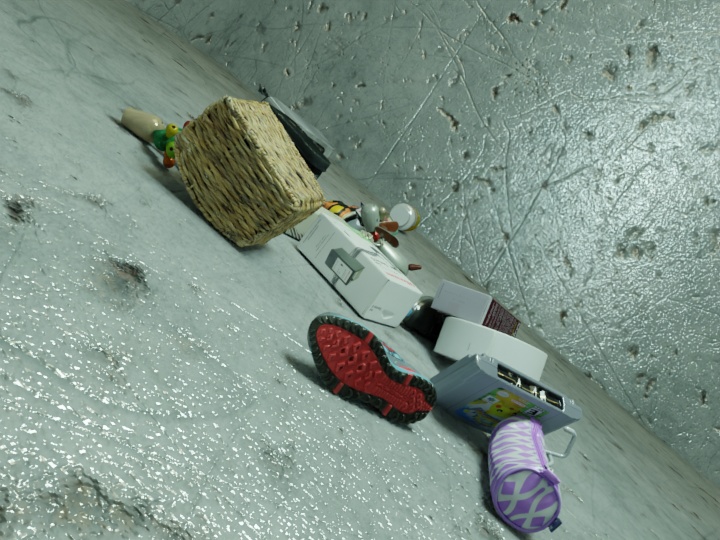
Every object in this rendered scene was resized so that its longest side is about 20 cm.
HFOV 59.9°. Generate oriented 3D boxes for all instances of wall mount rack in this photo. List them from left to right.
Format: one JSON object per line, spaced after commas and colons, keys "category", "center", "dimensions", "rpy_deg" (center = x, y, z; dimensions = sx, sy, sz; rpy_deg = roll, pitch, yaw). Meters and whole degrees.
{"category": "wall mount rack", "center": [0.264, 0.245, 1.064], "dimensions": [0.172, 0.075, 0.200], "rpy_deg": [19, 11, -4]}

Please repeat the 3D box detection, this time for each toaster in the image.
{"category": "toaster", "center": [-0.176, -0.249, 1.318], "dimensions": [0.199, 0.181, 0.119], "rpy_deg": [27, 16, -49]}

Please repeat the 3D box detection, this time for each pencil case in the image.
{"category": "pencil case", "center": [0.207, 0.252, 0.802], "dimensions": [0.083, 0.086, 0.200], "rpy_deg": [34, 9, 3]}

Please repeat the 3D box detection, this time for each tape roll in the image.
{"category": "tape roll", "center": [0.239, 0.154, 1.156], "dimensions": [0.200, 0.072, 0.202], "rpy_deg": [23, -6, 3]}

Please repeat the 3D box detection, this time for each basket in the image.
{"category": "basket", "center": [-0.170, -0.143, 0.951], "dimensions": [0.201, 0.142, 0.149], "rpy_deg": [56, 18, -1]}

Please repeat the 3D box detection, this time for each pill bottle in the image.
{"category": "pill bottle", "center": [0.182, -0.224, 2.628], "dimensions": [0.111, 0.111, 0.200], "rpy_deg": [40, 11, 11]}

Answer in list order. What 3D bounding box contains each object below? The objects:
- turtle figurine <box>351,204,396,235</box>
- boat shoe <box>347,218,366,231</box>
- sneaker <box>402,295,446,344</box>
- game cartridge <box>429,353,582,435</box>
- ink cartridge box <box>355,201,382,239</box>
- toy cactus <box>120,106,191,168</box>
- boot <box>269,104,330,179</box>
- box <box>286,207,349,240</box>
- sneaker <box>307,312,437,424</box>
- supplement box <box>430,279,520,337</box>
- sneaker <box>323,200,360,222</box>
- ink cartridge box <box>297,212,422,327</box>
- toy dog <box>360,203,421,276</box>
{"category": "turtle figurine", "center": [0.053, -0.131, 1.861], "dimensions": [0.149, 0.101, 0.200], "rpy_deg": [27, 10, -48]}
{"category": "boat shoe", "center": [-0.013, -0.073, 1.473], "dimensions": [0.067, 0.069, 0.200], "rpy_deg": [66, -9, -15]}
{"category": "sneaker", "center": [0.157, 0.110, 1.253], "dimensions": [0.199, 0.073, 0.082], "rpy_deg": [24, 19, -51]}
{"category": "game cartridge", "center": [0.204, 0.193, 0.914], "dimensions": [0.198, 0.133, 0.041], "rpy_deg": [28, 51, -17]}
{"category": "ink cartridge box", "center": [0.019, -0.085, 1.526], "dimensions": [0.037, 0.096, 0.201], "rpy_deg": [-8, 32, -13]}
{"category": "toy cactus", "center": [-0.314, -0.226, 1.041], "dimensions": [0.164, 0.103, 0.201], "rpy_deg": [26, 23, -11]}
{"category": "boot", "center": [-0.160, -0.189, 1.148], "dimensions": [0.076, 0.168, 0.201], "rpy_deg": [22, 24, -54]}
{"category": "box", "center": [-0.096, -0.094, 1.251], "dimensions": [0.199, 0.069, 0.082], "rpy_deg": [26, 16, -49]}
{"category": "sneaker", "center": [0.001, 0.113, 0.753], "dimensions": [0.200, 0.079, 0.095], "rpy_deg": [43, -2, -30]}
{"category": "supplement box", "center": [0.229, 0.086, 1.221], "dimensions": [0.108, 0.062, 0.199], "rpy_deg": [20, -6, 35]}
{"category": "sneaker", "center": [-0.046, -0.158, 1.680], "dimensions": [0.090, 0.070, 0.200], "rpy_deg": [43, 13, 6]}
{"category": "ink cartridge box", "center": [0.000, 0.000, 1.142], "dimensions": [0.200, 0.084, 0.145], "rpy_deg": [45, 12, 30]}
{"category": "toy dog", "center": [0.072, -0.052, 1.379], "dimensions": [0.133, 0.095, 0.201], "rpy_deg": [-92, 162, -49]}
